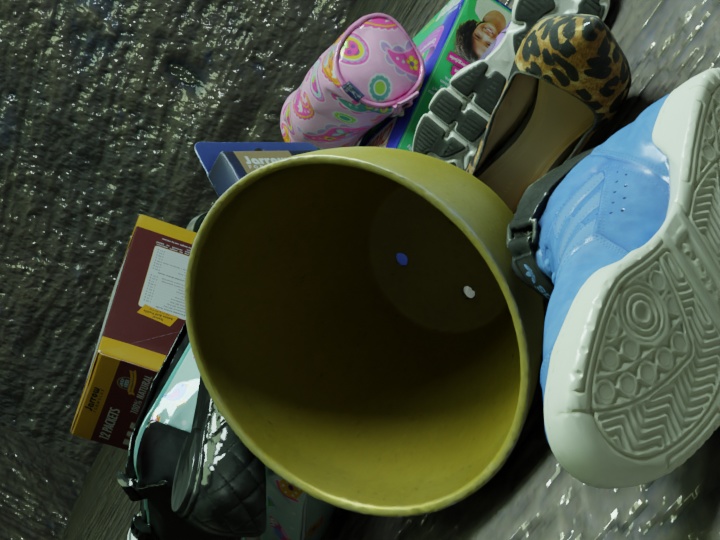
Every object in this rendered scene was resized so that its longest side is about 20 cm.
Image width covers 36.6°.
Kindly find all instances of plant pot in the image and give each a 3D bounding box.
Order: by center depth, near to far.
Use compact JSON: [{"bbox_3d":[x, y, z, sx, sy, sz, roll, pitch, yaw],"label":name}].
[{"bbox_3d":[0.023,0.015,0.615,0.200,0.200,0.142,-54,-10,33],"label":"plant pot"}]

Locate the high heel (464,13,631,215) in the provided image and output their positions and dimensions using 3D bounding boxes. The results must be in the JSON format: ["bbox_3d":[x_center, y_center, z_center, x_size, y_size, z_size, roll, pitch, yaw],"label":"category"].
[{"bbox_3d":[0.099,-0.069,0.665,0.143,0.071,0.200,-57,-6,-8],"label":"high heel"}]

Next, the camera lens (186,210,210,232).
[{"bbox_3d":[-0.225,0.020,1.681,0.200,0.159,0.161,-54,14,36],"label":"camera lens"}]

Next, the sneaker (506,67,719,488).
[{"bbox_3d":[0.104,0.010,0.461,0.111,0.077,0.201,-33,26,55],"label":"sneaker"}]

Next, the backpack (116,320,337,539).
[{"bbox_3d":[-0.072,0.101,0.787,0.176,0.152,0.201,93,-173,-53],"label":"backpack"}]

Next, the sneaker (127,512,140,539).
[{"bbox_3d":[-0.153,0.274,0.816,0.079,0.078,0.201,-41,44,17],"label":"sneaker"}]

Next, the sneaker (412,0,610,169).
[{"bbox_3d":[0.119,-0.143,0.821,0.200,0.081,0.083,-50,-2,20],"label":"sneaker"}]

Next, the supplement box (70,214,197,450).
[{"bbox_3d":[-0.172,0.082,1.133,0.201,0.196,0.133,-85,19,-47],"label":"supplement box"}]

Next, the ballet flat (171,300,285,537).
[{"bbox_3d":[-0.068,0.067,0.676,0.066,0.056,0.201,-35,37,56],"label":"ballet flat"}]

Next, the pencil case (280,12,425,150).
[{"bbox_3d":[-0.011,-0.153,0.966,0.088,0.087,0.200,-65,14,-16],"label":"pencil case"}]

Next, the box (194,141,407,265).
[{"bbox_3d":[-0.031,-0.030,0.788,0.201,0.120,0.032,58,133,27],"label":"box"}]

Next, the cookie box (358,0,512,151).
[{"bbox_3d":[0.059,-0.136,1.004,0.201,0.075,0.171,-66,13,-16],"label":"cookie box"}]
